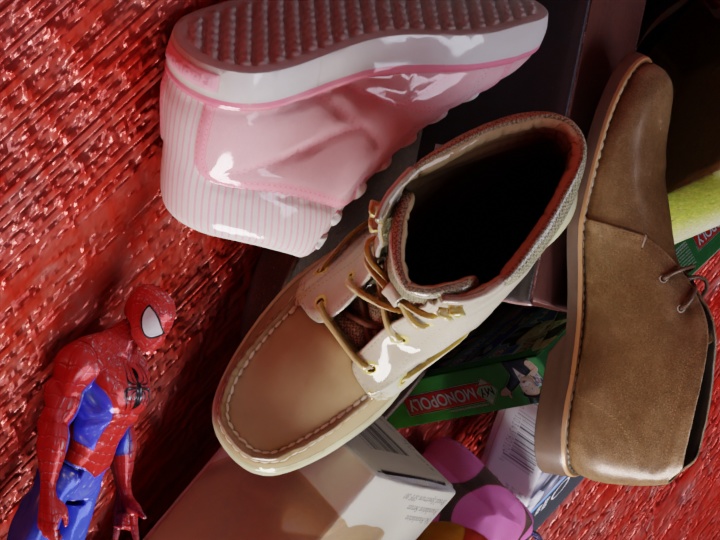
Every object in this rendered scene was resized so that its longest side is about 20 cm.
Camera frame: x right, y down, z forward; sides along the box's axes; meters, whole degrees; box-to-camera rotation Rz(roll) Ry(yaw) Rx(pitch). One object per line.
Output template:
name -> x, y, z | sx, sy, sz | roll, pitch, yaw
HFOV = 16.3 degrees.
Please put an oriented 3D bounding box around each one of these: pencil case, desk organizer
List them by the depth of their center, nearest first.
desk organizer -> 0.081, -0.083, 1.182 | 0.077, 0.072, 0.201 | 16, 85, -64
pencil case -> 0.015, 0.194, 1.407 | 0.200, 0.091, 0.094 | -49, 176, -20

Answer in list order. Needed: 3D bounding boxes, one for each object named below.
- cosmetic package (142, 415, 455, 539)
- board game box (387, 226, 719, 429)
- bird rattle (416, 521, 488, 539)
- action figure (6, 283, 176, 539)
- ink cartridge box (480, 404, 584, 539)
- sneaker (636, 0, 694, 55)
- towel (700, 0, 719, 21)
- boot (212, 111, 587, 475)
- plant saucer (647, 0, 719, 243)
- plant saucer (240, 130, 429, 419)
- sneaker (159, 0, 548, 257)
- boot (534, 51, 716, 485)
cosmetic package -> -0.057, 0.151, 1.186 | 0.200, 0.071, 0.105 | -51, 156, 10
board game box -> 0.112, 0.015, 1.357 | 0.200, 0.134, 0.029 | -39, 105, -38
bird rattle -> 0.045, 0.169, 1.295 | 0.113, 0.200, 0.163 | -56, 179, 0
action figure -> -0.126, 0.098, 1.086 | 0.065, 0.052, 0.200 | 7, 107, -59
ink cartridge box -> 0.142, 0.063, 1.507 | 0.200, 0.043, 0.198 | -47, 164, -29
sneaker -> 0.123, -0.134, 1.311 | 0.200, 0.072, 0.083 | -48, 176, -23
towel -> 0.146, -0.215, 1.202 | 0.200, 0.023, 0.145 | 31, 51, -65
boot -> 0.013, 0.010, 1.054 | 0.200, 0.072, 0.155 | -41, 177, -1
plant saucer -> 0.173, -0.079, 1.284 | 0.200, 0.048, 0.200 | -26, -154, 54
plant saucer -> 0.000, 0.000, 1.229 | 0.200, 0.037, 0.201 | -43, 150, -33
sneaker -> -0.008, -0.069, 1.088 | 0.200, 0.075, 0.105 | -17, 131, -39
boot -> 0.134, 0.001, 1.158 | 0.074, 0.075, 0.201 | -10, 108, -63
